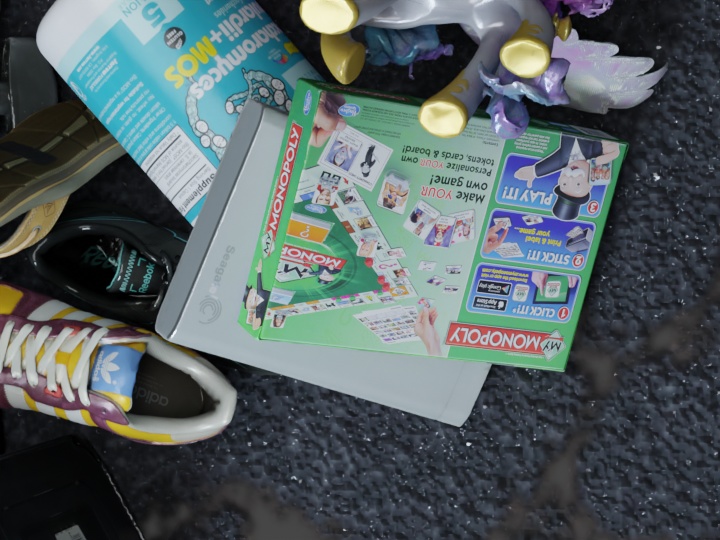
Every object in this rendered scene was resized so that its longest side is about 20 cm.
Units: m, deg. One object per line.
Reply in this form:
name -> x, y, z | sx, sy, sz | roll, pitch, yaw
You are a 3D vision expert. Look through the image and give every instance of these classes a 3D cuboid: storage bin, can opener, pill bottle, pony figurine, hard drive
storage bin -> -0.192, 0.180, 1.186 | 0.093, 0.200, 0.136 | -32, 85, 14
can opener -> -0.221, -0.165, 1.264 | 0.066, 0.053, 0.202 | -6, 93, -21
pill bottle -> -0.079, -0.091, 1.187 | 0.111, 0.111, 0.200 | -41, 92, 12
pony figurine -> 0.071, -0.145, 1.104 | 0.191, 0.200, 0.168 | 13, 124, 6
hard drive -> 0.000, 0.000, 1.153 | 0.026, 0.199, 0.133 | 34, 103, 55

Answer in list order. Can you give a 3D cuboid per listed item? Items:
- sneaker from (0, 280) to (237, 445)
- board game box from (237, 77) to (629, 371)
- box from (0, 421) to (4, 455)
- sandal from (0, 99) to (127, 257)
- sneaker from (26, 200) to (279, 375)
sneaker -> -0.164, 0.049, 1.187 | 0.199, 0.090, 0.076 | 14, 80, -24
board game box -> 0.041, -0.021, 1.135 | 0.029, 0.199, 0.136 | 35, 113, 55
box -> -0.322, 0.035, 1.263 | 0.181, 0.104, 0.202 | -6, 90, 15
sandal -> -0.201, -0.040, 1.200 | 0.080, 0.199, 0.054 | 23, 128, 35
sneaker -> -0.100, 0.015, 1.220 | 0.198, 0.079, 0.076 | 15, 96, 11
